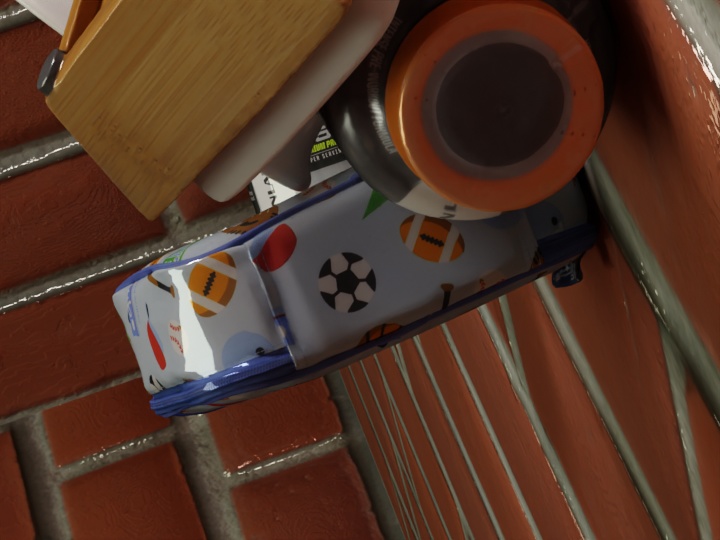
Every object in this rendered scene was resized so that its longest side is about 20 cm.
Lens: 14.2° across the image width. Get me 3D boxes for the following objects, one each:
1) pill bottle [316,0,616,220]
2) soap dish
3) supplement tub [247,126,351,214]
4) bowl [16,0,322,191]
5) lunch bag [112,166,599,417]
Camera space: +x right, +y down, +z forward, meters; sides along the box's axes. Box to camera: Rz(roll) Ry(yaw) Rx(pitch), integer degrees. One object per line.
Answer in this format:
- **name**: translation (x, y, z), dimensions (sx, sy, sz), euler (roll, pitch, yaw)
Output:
- **pill bottle**: translation (0.030, -0.081, 1.035), dimensions (0.200, 0.106, 0.107), euler (-119, 11, -70)
- **soap dish**: translation (-0.036, -0.138, 0.988), dimensions (0.157, 0.081, 0.201), euler (-43, 30, 54)
- **supplement tub**: translation (-0.019, -0.114, 1.501), dimensions (0.123, 0.122, 0.201), euler (-158, 48, -85)
- **bowl**: translation (-0.077, -0.125, 1.186), dimensions (0.201, 0.091, 0.201), euler (37, -175, -4)
- **lunch bag**: translation (0.000, 0.000, 1.215), dimensions (0.076, 0.199, 0.160), euler (69, 163, 3)
